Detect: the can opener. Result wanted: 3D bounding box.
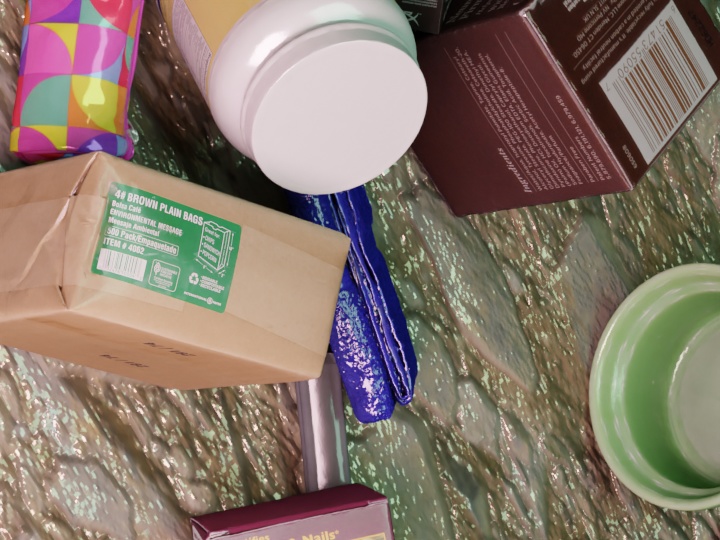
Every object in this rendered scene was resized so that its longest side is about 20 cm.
[{"bbox_3d":[-0.043,0.076,1.460,0.066,0.053,0.201,-10,90,-5],"label":"can opener"}]

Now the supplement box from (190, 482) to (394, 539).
[{"bbox_3d":[-0.035,0.261,1.379,0.130,0.103,0.201,-10,93,-12],"label":"supplement box"}]

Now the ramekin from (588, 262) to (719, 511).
[{"bbox_3d":[0.295,0.100,1.636,0.098,0.200,0.201,14,77,-46],"label":"ramekin"}]

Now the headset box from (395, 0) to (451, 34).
[{"bbox_3d":[0.047,-0.297,1.448,0.149,0.075,0.201,-70,169,-54],"label":"headset box"}]

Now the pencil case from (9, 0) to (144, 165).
[{"bbox_3d":[-0.184,-0.159,1.338,0.088,0.088,0.201,9,81,-38],"label":"pencil case"}]

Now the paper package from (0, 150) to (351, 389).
[{"bbox_3d":[-0.140,0.006,1.288,0.200,0.190,0.104,18,74,-35],"label":"paper package"}]

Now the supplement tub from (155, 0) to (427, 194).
[{"bbox_3d":[-0.048,-0.160,1.352,0.145,0.200,0.146,-15,135,-15],"label":"supplement tub"}]

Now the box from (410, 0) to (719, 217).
[{"bbox_3d":[0.140,-0.161,1.527,0.166,0.200,0.164,-49,115,-32],"label":"box"}]

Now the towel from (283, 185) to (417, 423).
[{"bbox_3d":[0.000,0.000,1.449,0.148,0.049,0.201,-53,127,-75],"label":"towel"}]
